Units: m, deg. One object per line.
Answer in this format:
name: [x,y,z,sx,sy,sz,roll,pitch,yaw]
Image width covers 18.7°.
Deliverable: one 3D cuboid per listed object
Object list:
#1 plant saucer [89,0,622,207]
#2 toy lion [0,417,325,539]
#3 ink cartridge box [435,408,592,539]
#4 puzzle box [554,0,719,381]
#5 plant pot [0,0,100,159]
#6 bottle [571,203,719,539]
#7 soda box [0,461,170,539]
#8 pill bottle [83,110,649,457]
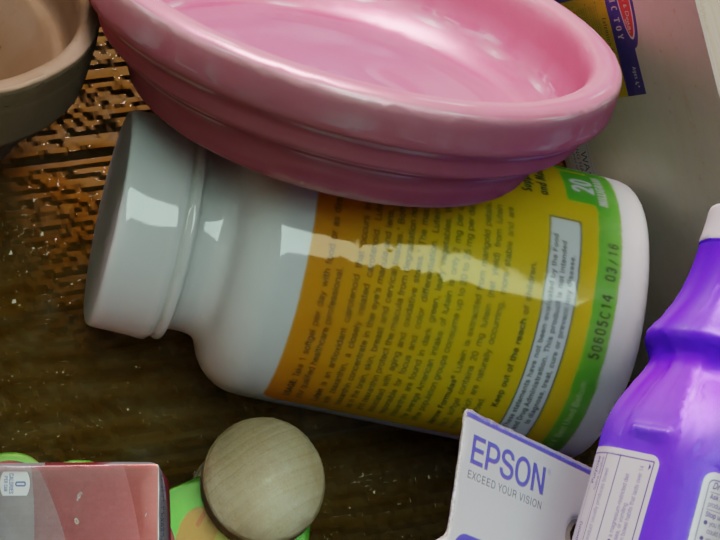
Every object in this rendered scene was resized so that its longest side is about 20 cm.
plant saucer: [-0.006,-0.078,0.796,0.199,0.201,0.051,10,114,-13]
toy lion: [-0.084,0.155,0.793,0.190,0.069,0.201,-24,82,-14]
ink cartridge box: [0.071,0.173,0.784,0.198,0.043,0.202,28,63,-45]
puzzle box: [0.118,-0.053,0.844,0.025,0.133,0.202,-17,97,-20]
plant pot: [-0.200,-0.076,0.786,0.199,0.093,0.201,14,31,-9]
bottle: [0.115,0.078,0.742,0.083,0.065,0.202,28,75,-47]
soda box: [-0.098,0.167,0.732,0.069,0.063,0.202,0,80,-2]
pill bottle: [0.000,0.000,0.832,0.198,0.111,0.112,12,70,-13]
